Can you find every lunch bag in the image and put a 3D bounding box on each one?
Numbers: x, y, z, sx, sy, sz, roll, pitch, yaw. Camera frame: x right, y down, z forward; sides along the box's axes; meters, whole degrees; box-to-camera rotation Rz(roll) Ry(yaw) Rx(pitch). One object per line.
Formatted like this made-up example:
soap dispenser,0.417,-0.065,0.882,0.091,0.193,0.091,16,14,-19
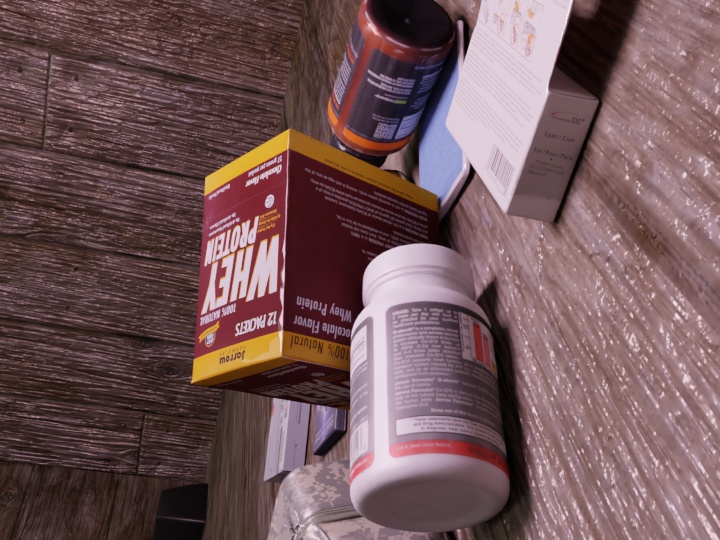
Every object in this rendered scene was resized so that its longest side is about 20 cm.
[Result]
lunch bag,0.001,0.280,0.702,0.168,0.138,0.202,53,135,51

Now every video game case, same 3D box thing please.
video game case,-0.041,0.154,1.226,0.143,0.019,0.202,121,154,-60

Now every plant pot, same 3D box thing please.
plant pot,-0.678,0.930,3.154,0.201,0.176,0.201,-100,23,-59

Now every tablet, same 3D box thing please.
tablet,0.087,-0.148,0.883,0.130,0.014,0.202,119,156,-56

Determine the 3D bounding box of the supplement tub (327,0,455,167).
supplement tub,0.024,-0.202,0.929,0.201,0.106,0.108,116,159,-50

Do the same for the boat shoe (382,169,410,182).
boat shoe,0.022,-0.040,0.956,0.076,0.073,0.201,114,161,-47

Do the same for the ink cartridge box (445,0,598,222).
ink cartridge box,0.126,-0.159,0.642,0.200,0.044,0.178,-105,27,-61

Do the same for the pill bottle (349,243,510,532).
pill bottle,0.049,0.086,0.648,0.116,0.115,0.202,115,160,-50

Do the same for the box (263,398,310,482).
box,-0.129,0.285,1.472,0.200,0.041,0.158,130,147,-65

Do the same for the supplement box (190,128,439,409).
supplement box,-0.036,0.012,0.785,0.132,0.196,0.202,-19,63,43
